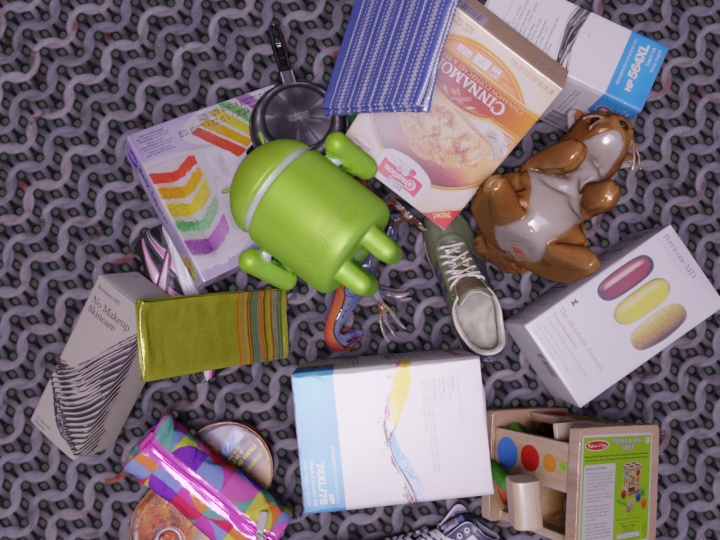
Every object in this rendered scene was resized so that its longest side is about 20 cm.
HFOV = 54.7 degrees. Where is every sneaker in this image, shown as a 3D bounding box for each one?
[{"bbox_3d":[0.127,0.014,0.817,0.067,0.090,0.201,-17,88,-1],"label":"sneaker"},{"bbox_3d":[-0.216,0.039,0.826,0.086,0.080,0.201,-18,80,10],"label":"sneaker"},{"bbox_3d":[0.069,0.322,0.811,0.199,0.070,0.109,17,92,-7],"label":"sneaker"}]

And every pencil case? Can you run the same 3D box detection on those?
[{"bbox_3d":[-0.164,0.246,0.769,0.200,0.088,0.088,37,87,1],"label":"pencil case"}]

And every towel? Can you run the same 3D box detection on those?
[{"bbox_3d":[-0.157,0.067,0.775,0.018,0.200,0.086,-8,87,41],"label":"towel"},{"bbox_3d":[0.030,-0.223,0.695,0.024,0.200,0.145,16,92,-31],"label":"towel"}]

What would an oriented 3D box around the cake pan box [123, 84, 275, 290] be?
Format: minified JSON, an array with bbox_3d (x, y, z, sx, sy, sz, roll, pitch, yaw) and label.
[{"bbox_3d":[-0.140,-0.100,0.805,0.200,0.052,0.185,-26,89,-26],"label":"cake pan box"}]

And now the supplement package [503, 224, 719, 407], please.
[{"bbox_3d":[0.287,0.050,0.809,0.200,0.110,0.114,-35,89,-3],"label":"supplement package"}]

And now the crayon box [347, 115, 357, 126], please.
[{"bbox_3d":[0.073,-0.193,0.815,0.200,0.052,0.126,34,122,0],"label":"crayon box"}]

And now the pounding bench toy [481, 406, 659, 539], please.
[{"bbox_3d":[0.191,0.220,0.752,0.199,0.156,0.125,5,86,-32],"label":"pounding bench toy"}]

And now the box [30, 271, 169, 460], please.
[{"bbox_3d":[-0.285,0.105,0.781,0.082,0.068,0.200,33,104,17],"label":"box"}]

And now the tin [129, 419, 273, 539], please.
[{"bbox_3d":[-0.185,0.269,0.826,0.112,0.042,0.200,39,87,5],"label":"tin"}]

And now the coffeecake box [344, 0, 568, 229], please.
[{"bbox_3d":[0.094,-0.170,0.741,0.153,0.073,0.200,37,126,-1],"label":"coffeecake box"}]

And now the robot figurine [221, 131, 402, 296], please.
[{"bbox_3d":[-0.051,-0.057,0.725,0.200,0.116,0.176,37,97,10],"label":"robot figurine"}]

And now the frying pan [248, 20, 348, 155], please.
[{"bbox_3d":[-0.066,-0.205,0.805,0.114,0.031,0.191,8,76,0],"label":"frying pan"}]

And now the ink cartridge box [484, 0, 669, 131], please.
[{"bbox_3d":[0.220,-0.238,0.802,0.199,0.146,0.085,26,87,0],"label":"ink cartridge box"}]

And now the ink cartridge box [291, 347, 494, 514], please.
[{"bbox_3d":[0.033,0.171,0.780,0.199,0.147,0.147,-6,87,-1],"label":"ink cartridge box"}]

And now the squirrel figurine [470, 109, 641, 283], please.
[{"bbox_3d":[0.216,-0.088,0.772,0.141,0.200,0.187,36,73,4],"label":"squirrel figurine"}]

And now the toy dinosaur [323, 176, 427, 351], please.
[{"bbox_3d":[0.000,0.000,0.825,0.182,0.105,0.200,-47,72,7],"label":"toy dinosaur"}]
